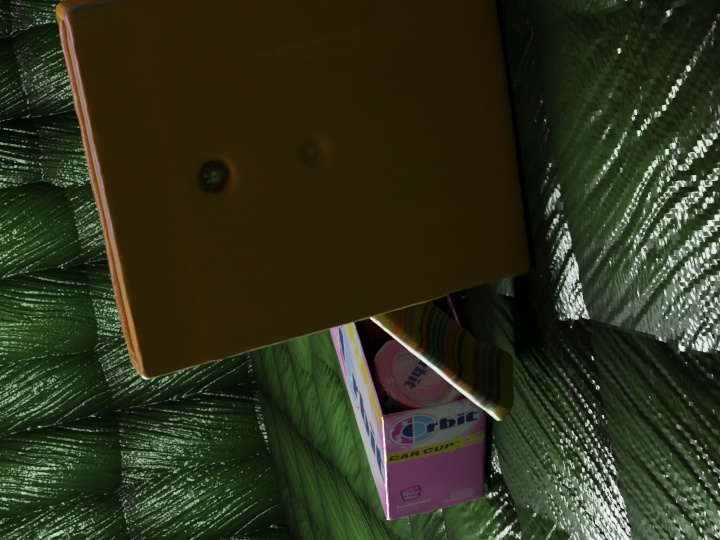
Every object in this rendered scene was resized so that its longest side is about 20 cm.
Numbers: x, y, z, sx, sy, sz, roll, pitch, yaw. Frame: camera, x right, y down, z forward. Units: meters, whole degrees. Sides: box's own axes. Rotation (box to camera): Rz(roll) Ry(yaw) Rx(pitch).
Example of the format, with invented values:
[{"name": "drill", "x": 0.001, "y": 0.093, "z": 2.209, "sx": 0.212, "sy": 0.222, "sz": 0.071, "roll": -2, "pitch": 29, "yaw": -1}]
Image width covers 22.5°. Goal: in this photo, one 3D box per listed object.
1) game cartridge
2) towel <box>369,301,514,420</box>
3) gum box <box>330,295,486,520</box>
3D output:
[{"name": "game cartridge", "x": -0.026, "y": -0.058, "z": 0.836, "sx": 0.032, "sy": 0.200, "sz": 0.177, "roll": -143, "pitch": 41, "yaw": -64}, {"name": "towel", "x": 0.000, "y": 0.000, "z": 0.922, "sx": 0.200, "sy": 0.018, "sz": 0.086, "roll": 39, "pitch": -169, "yaw": -7}, {"name": "gum box", "x": 0.021, "y": 0.040, "z": 1.144, "sx": 0.114, "sy": 0.066, "sz": 0.200, "roll": 86, "pitch": 169, "yaw": -50}]
